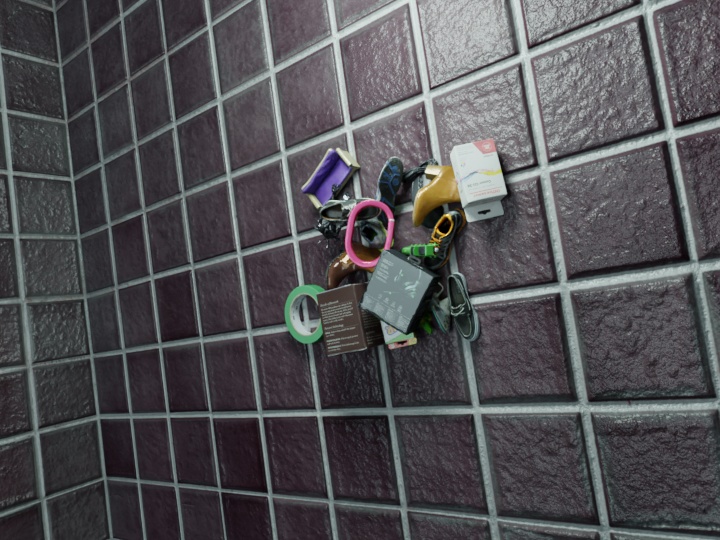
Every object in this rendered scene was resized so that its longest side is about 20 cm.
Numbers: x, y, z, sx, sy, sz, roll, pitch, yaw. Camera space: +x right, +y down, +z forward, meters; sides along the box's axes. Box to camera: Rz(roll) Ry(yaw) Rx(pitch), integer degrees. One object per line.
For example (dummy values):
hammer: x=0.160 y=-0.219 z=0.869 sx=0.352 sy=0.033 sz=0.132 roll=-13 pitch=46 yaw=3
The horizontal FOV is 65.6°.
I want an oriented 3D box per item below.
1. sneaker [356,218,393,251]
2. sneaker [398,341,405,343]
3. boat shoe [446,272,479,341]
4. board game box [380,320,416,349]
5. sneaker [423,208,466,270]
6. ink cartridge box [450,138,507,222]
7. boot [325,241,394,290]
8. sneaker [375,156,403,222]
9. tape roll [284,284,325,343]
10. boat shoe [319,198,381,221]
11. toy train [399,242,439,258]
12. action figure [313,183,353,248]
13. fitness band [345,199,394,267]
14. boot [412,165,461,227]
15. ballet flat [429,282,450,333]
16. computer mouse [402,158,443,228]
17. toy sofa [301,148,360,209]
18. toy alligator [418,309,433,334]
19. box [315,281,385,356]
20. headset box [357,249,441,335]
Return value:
sneaker: x=0.030 y=-0.136 z=1.763 sx=0.074 sy=0.080 sz=0.200 roll=-55 pitch=46 yaw=17
sneaker: x=0.110 y=0.126 z=1.729 sx=0.079 sy=0.073 sz=0.203 roll=-17 pitch=81 yaw=40
boat shoe: x=0.284 y=0.107 z=1.605 sx=0.071 sy=0.071 sz=0.203 roll=-22 pitch=79 yaw=34
board game box: x=0.103 y=0.132 z=1.689 sx=0.094 sy=0.030 sz=0.203 roll=-16 pitch=85 yaw=20
sneaker: x=0.232 y=-0.091 z=1.634 sx=0.078 sy=0.077 sz=0.202 roll=34 pitch=113 yaw=28
ink cartridge box: x=0.327 y=-0.245 z=1.531 sx=0.115 sy=0.068 sz=0.203 roll=-13 pitch=83 yaw=-4
boot: x=0.000 y=0.000 z=1.784 sx=0.198 sy=0.069 sz=0.189 roll=14 pitch=59 yaw=33
sneaker: x=0.079 y=-0.255 z=1.722 sx=0.077 sy=0.075 sz=0.203 roll=-107 pitch=29 yaw=-62
tape roll: x=-0.180 y=0.153 z=1.964 sx=0.198 sy=0.048 sz=0.204 roll=2 pitch=93 yaw=36
boat shoe: x=-0.032 y=-0.182 z=1.723 sx=0.197 sy=0.068 sz=0.073 roll=1 pitch=108 yaw=24
toy train: x=0.169 y=-0.057 z=1.638 sx=0.200 sy=0.056 sz=0.042 roll=-178 pitch=86 yaw=-71
action figure: x=-0.082 y=-0.176 z=1.846 sx=0.118 sy=0.102 sz=0.202 roll=31 pitch=122 yaw=17
fitness band: x=0.028 y=-0.109 z=1.668 sx=0.141 sy=0.037 sz=0.203 roll=10 pitch=94 yaw=7
boot: x=0.236 y=-0.207 z=1.592 sx=0.142 sy=0.071 sz=0.204 roll=14 pitch=77 yaw=20
ballet flat: x=0.227 y=0.085 z=1.652 sx=0.072 sy=0.072 sz=0.202 roll=-39 pitch=71 yaw=30
computer mouse: x=0.185 y=-0.225 z=1.678 sx=0.137 sy=0.052 sz=0.203 roll=-20 pitch=80 yaw=34
toy sofa: x=-0.102 y=-0.303 z=1.860 sx=0.200 sy=0.097 sz=0.083 roll=-50 pitch=64 yaw=26
toy alligator: x=0.165 y=0.104 z=1.699 sx=0.054 sy=0.059 sz=0.203 roll=-28 pitch=75 yaw=33
box: x=-0.016 y=0.151 z=1.769 sx=0.163 sy=0.165 sz=0.203 roll=-16 pitch=82 yaw=36
headset box: x=0.115 y=0.053 z=1.613 sx=0.173 sy=0.093 sz=0.202 roll=28 pitch=103 yaw=20
